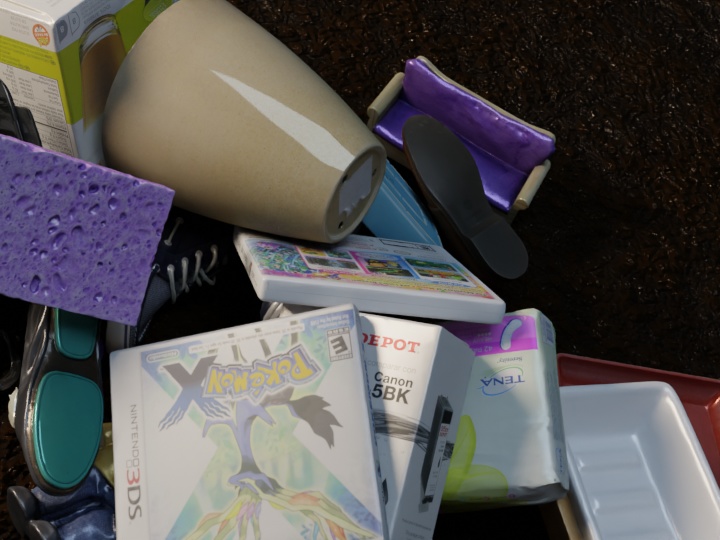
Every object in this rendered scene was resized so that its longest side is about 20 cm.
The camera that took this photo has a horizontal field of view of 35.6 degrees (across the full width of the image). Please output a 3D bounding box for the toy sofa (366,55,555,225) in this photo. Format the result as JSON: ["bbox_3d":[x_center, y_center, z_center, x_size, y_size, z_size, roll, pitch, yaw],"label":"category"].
[{"bbox_3d":[0.105,-0.136,1.214,0.200,0.098,0.083,32,48,4],"label":"toy sofa"}]

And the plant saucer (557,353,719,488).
[{"bbox_3d":[0.280,0.184,1.067,0.199,0.037,0.200,10,50,-13],"label":"plant saucer"}]

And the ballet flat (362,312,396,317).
[{"bbox_3d":[0.002,0.027,1.061,0.068,0.068,0.200,33,48,8],"label":"ballet flat"}]

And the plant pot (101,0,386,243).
[{"bbox_3d":[-0.084,-0.111,0.963,0.200,0.188,0.187,30,47,20],"label":"plant pot"}]

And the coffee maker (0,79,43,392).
[{"bbox_3d":[-0.313,-0.034,0.898,0.192,0.200,0.135,44,51,16],"label":"coffee maker"}]

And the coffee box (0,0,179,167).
[{"bbox_3d":[-0.272,-0.204,1.019,0.199,0.198,0.200,19,45,22],"label":"coffee box"}]

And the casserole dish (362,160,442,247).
[{"bbox_3d":[0.022,-0.072,1.093,0.200,0.039,0.121,46,16,-33],"label":"casserole dish"}]

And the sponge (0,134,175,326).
[{"bbox_3d":[-0.240,-0.034,0.817,0.199,0.112,0.030,17,3,-35],"label":"sponge"}]

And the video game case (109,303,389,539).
[{"bbox_3d":[-0.087,0.129,0.825,0.199,0.022,0.183,-12,67,9],"label":"video game case"}]

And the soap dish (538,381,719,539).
[{"bbox_3d":[0.226,0.194,0.960,0.157,0.081,0.201,-1,53,-22],"label":"soap dish"}]

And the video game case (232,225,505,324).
[{"bbox_3d":[0.000,0.000,0.949,0.199,0.024,0.182,7,14,-15],"label":"video game case"}]

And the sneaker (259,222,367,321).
[{"bbox_3d":[-0.071,-0.025,1.072,0.108,0.070,0.200,36,42,2],"label":"sneaker"}]

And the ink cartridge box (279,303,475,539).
[{"bbox_3d":[-0.010,0.135,0.869,0.146,0.083,0.201,7,75,27],"label":"ink cartridge box"}]

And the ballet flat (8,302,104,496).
[{"bbox_3d":[-0.236,0.083,0.870,0.073,0.073,0.201,6,62,-17],"label":"ballet flat"}]

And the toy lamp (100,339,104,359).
[{"bbox_3d":[-0.249,0.023,0.977,0.058,0.058,0.201,8,48,-16],"label":"toy lamp"}]

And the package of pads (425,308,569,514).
[{"bbox_3d":[0.068,0.123,0.931,0.199,0.068,0.155,-10,67,16],"label":"package of pads"}]

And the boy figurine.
[{"bbox_3d":[-0.170,0.167,0.886,0.200,0.065,0.124,-23,62,-31],"label":"boy figurine"}]

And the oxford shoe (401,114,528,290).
[{"bbox_3d":[0.092,-0.066,1.154,0.071,0.071,0.201,-22,79,-29],"label":"oxford shoe"}]

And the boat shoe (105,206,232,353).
[{"bbox_3d":[-0.167,-0.003,1.013,0.092,0.075,0.201,10,49,-4],"label":"boat shoe"}]
